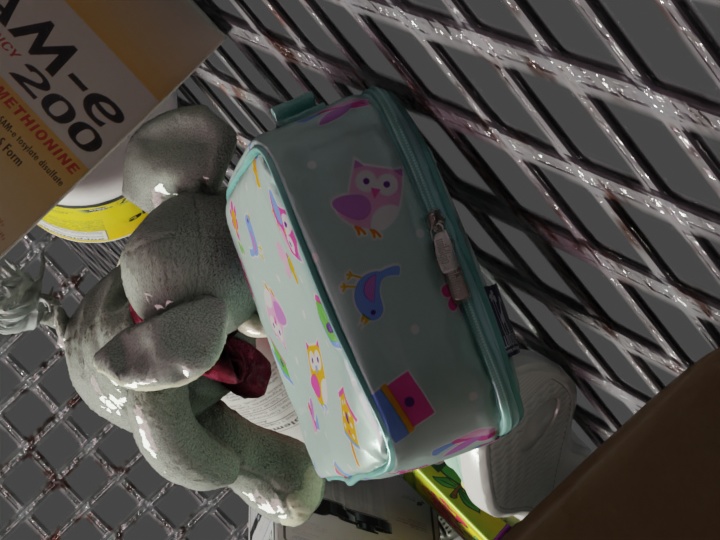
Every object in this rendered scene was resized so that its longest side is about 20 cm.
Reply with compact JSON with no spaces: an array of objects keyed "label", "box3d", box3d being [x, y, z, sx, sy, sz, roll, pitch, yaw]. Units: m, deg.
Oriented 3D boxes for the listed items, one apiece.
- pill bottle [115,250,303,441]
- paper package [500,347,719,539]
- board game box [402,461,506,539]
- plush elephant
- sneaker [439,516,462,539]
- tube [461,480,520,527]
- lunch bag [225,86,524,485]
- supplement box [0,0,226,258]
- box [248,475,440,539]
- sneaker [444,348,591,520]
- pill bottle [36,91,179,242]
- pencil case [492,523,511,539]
[{"label":"pill bottle","box3d":[-0.060,0.044,1.577,0.114,0.114,0.200,41,177,33]},{"label":"paper package","box3d":[0.120,0.161,0.914,0.191,0.200,0.103,45,172,9]},{"label":"board game box","box3d":[0.111,0.176,1.609,0.200,0.048,0.102,45,172,11]},{"label":"plush elephant","box3d":[-0.074,0.015,1.262,0.199,0.166,0.155,16,156,-26]},{"label":"sneaker","box3d":[0.111,0.216,1.774,0.200,0.078,0.099,52,-176,36]},{"label":"tube","box3d":[0.141,0.156,1.349,0.200,0.058,0.052,39,137,18]},{"label":"lunch bag","box3d":[0.001,0.006,1.099,0.200,0.077,0.161,148,103,-78]},{"label":"supplement box","box3d":[-0.179,-0.087,1.239,0.126,0.200,0.074,46,176,-7]},{"label":"box","box3d":[-0.012,0.159,1.678,0.116,0.060,0.200,18,-153,-13]},{"label":"sneaker","box3d":[0.044,0.062,1.259,0.118,0.074,0.200,36,172,18]},{"label":"pill bottle","box3d":[-0.159,-0.078,1.510,0.112,0.112,0.200,45,173,5]},{"label":"pencil case","box3d":[0.149,0.214,1.454,0.200,0.085,0.093,48,-155,-19]}]
